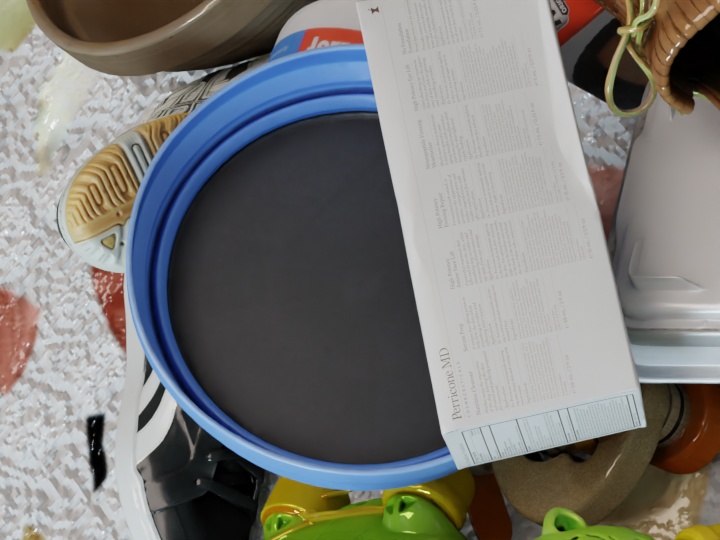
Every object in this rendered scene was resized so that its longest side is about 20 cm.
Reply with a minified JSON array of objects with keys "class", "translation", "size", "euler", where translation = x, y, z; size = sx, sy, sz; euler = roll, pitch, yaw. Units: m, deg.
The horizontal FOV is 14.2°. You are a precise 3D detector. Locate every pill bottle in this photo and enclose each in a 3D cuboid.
[{"class":"pill bottle","translation":[0.001,-0.057,1.343],"size":[0.112,0.112,0.200],"euler":[-2,58,36]}]

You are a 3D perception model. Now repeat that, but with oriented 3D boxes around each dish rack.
[{"class":"dish rack","translation":[0.196,-0.033,1.201],"size":[0.199,0.044,0.172],"euler":[-1,54,25]}]

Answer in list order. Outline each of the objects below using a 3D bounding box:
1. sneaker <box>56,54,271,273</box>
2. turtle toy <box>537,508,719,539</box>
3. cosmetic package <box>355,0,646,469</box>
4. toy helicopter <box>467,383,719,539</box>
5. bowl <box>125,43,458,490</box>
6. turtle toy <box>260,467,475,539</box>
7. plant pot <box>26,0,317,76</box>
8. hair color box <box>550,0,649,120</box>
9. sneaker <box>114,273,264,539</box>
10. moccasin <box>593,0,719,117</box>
[{"class":"sneaker","translation":[-0.084,-0.047,1.397],"size":[0.088,0.200,0.076],"euler":[-8,106,44]},{"class":"turtle toy","translation":[0.101,0.198,1.191],"size":[0.101,0.145,0.201],"euler":[149,110,-64]},{"class":"cosmetic package","translation":[0.057,-0.025,1.190],"size":[0.082,0.051,0.201],"euler":[-12,66,4]},{"class":"toy helicopter","translation":[0.077,0.036,1.317],"size":[0.132,0.079,0.200],"euler":[-45,42,27]},{"class":"bowl","translation":[0.000,0.000,1.232],"size":[0.200,0.039,0.201],"euler":[0,66,0]},{"class":"turtle toy","translation":[-0.016,0.168,1.305],"size":[0.200,0.101,0.146],"euler":[-12,38,41]},{"class":"plant pot","translation":[-0.068,-0.174,1.455],"size":[0.200,0.093,0.201],"euler":[-23,50,30]},{"class":"hair color box","translation":[0.165,-0.159,1.282],"size":[0.200,0.101,0.061],"euler":[-40,56,21]},{"class":"sneaker","translation":[-0.057,0.057,1.395],"size":[0.112,0.073,0.201],"euler":[-22,61,31]},{"class":"moccasin","translation":[0.143,-0.096,1.179],"size":[0.201,0.078,0.074],"euler":[43,146,23]}]
